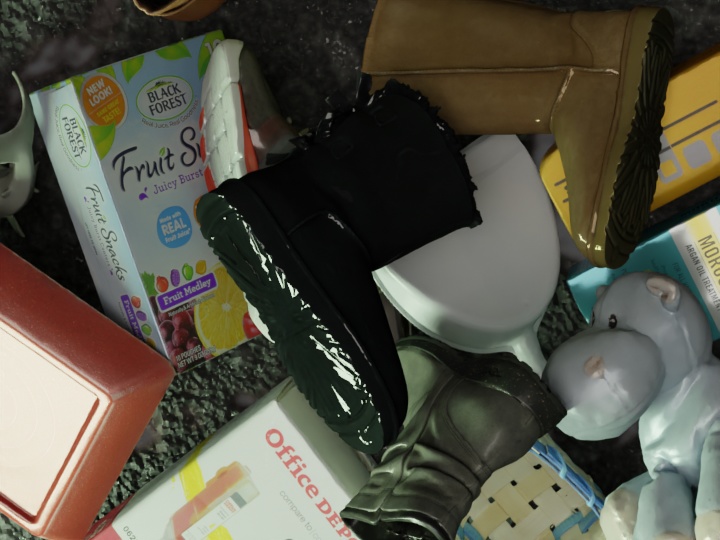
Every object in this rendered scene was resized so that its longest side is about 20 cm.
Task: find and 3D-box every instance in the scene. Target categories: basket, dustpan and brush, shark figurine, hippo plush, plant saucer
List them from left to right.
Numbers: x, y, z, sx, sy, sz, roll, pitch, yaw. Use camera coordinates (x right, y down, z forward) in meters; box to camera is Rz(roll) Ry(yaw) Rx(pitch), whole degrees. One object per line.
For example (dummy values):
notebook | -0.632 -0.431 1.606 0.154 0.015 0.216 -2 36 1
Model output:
shark figurine | -0.262 -0.055 1.329 0.089 0.214 0.129 -35 111 -24
plant saucer | -0.242 0.078 1.318 0.199 0.037 0.200 34 130 2
dustpan and brush | 0.096 0.023 1.329 0.139 0.057 0.201 -35 89 -21
basket | 0.096 0.183 1.290 0.139 0.200 0.176 -39 106 13
hippo plush | 0.202 0.078 1.207 0.200 0.159 0.161 -40 105 -19

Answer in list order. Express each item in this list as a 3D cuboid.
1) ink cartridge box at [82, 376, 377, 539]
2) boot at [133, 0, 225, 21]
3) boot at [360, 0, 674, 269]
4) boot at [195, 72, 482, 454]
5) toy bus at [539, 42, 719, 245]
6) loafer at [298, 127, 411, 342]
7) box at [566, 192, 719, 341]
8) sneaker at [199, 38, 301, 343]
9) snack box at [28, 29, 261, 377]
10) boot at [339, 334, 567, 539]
ink cartridge box | -0.081 0.189 1.389 0.200 0.083 0.145 -38 92 14
boot | -0.078 -0.246 1.269 0.077 0.155 0.200 39 104 1
boot | 0.091 -0.092 1.270 0.199 0.066 0.176 6 74 30
boot | 0.009 -0.010 1.218 0.199 0.162 0.073 56 148 3
toy bus | 0.212 -0.097 1.294 0.199 0.065 0.079 -28 95 14
loafer | 0.000 0.000 1.337 0.075 0.068 0.201 -21 106 -23
box | 0.242 -0.006 1.315 0.199 0.049 0.083 -27 95 14
sneaker | -0.047 -0.053 1.283 0.081 0.077 0.201 -11 82 -23
snack box | -0.122 -0.043 1.322 0.053 0.142 0.201 -12 99 43
boot | 0.029 0.109 1.217 0.131 0.200 0.068 -46 107 -17
